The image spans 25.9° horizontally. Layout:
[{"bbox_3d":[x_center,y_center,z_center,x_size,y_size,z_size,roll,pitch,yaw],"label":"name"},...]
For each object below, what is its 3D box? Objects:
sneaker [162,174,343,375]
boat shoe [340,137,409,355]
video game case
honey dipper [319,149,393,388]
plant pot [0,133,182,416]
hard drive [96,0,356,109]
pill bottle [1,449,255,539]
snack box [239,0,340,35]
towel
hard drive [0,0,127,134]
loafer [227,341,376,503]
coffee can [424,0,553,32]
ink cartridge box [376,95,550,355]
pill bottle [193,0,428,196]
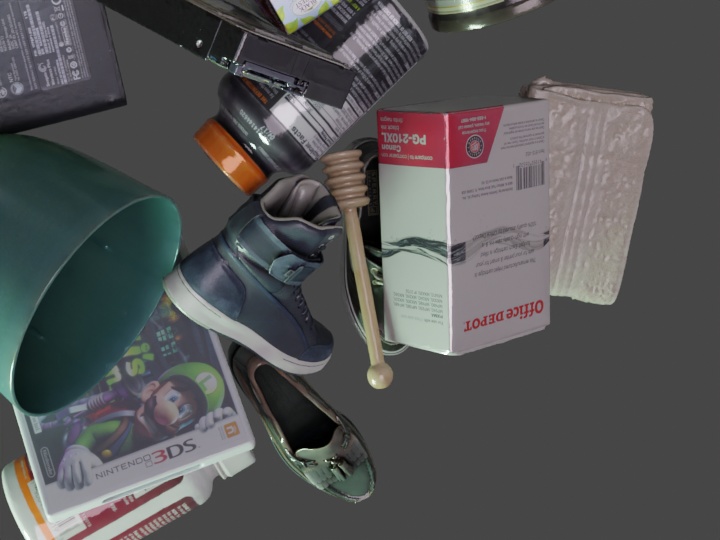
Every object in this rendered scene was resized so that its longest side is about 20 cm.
[{"bbox_3d":[-0.051,0.004,1.327,0.146,0.077,0.202,-45,142,12],"label":"sneaker"},{"bbox_3d":[0.017,-0.014,1.386,0.070,0.064,0.203,-13,109,-11],"label":"boat shoe"},{"bbox_3d":[-0.204,0.086,1.315,0.180,0.023,0.202,-19,69,-8],"label":"video game case"},{"bbox_3d":[0.000,0.000,1.325,0.037,0.038,0.203,-9,89,-11],"label":"honey dipper"},{"bbox_3d":[-0.265,-0.013,1.241,0.160,0.200,0.202,32,98,16],"label":"plant pot"},{"bbox_3d":[-0.115,-0.188,1.206,0.139,0.199,0.038,11,107,-53],"label":"hard drive"},{"bbox_3d":[-0.199,0.172,1.359,0.198,0.114,0.115,-29,111,-5],"label":"pill bottle"},{"bbox_3d":[-0.091,-0.266,1.209,0.053,0.200,0.143,-32,112,-4],"label":"snack box"},{"bbox_3d":[0.191,-0.071,1.432,0.131,0.035,0.203,6,105,-15],"label":"towel"},{"bbox_3d":[-0.299,-0.176,1.250,0.197,0.033,0.141,-15,115,-11],"label":"hard drive"},{"bbox_3d":[-0.051,0.143,1.416,0.072,0.063,0.201,-38,112,-1],"label":"loafer"},{"bbox_3d":[0.092,-0.316,1.272,0.145,0.146,0.202,-25,111,-6],"label":"coffee can"},{"bbox_3d":[0.091,-0.042,1.344,0.144,0.084,0.203,-13,105,-45],"label":"ink cartridge box"},{"bbox_3d":[-0.047,-0.155,1.306,0.200,0.106,0.106,-43,112,1],"label":"pill bottle"}]
